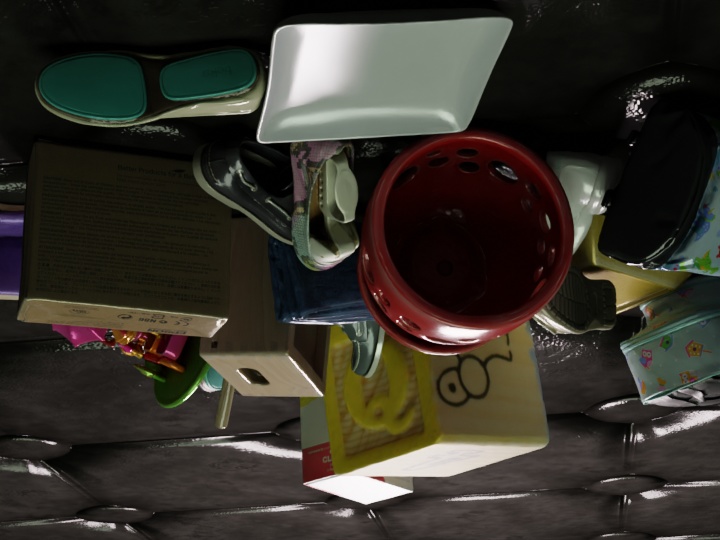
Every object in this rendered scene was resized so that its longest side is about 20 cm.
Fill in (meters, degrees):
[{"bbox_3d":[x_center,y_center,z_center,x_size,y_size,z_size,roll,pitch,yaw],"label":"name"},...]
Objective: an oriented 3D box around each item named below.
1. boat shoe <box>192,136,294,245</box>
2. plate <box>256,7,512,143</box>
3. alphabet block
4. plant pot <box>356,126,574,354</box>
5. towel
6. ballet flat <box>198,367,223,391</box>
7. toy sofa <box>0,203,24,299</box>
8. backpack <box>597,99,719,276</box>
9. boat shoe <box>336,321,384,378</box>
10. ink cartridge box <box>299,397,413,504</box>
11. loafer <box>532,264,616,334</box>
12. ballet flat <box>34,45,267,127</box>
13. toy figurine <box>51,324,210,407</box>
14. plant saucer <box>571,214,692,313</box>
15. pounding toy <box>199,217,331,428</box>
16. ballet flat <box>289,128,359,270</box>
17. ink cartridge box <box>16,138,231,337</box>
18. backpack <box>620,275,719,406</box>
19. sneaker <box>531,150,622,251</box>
[{"bbox_3d":[-0.074,-0.078,1.460,0.062,0.073,0.199,-18,149,40],"label":"boat shoe"},{"bbox_3d":[0.014,-0.172,1.268,0.198,0.033,0.200,-3,158,-10],"label":"plate"},{"bbox_3d":[0.088,0.144,1.822,0.199,0.197,0.196,9,154,-42],"label":"alphabet block"},{"bbox_3d":[0.092,-0.022,1.457,0.199,0.202,0.183,2,167,-9],"label":"plant pot"},{"bbox_3d":[0.000,0.000,1.563,0.199,0.112,0.048,-3,165,-31],"label":"towel"},{"bbox_3d":[-0.172,0.107,1.843,0.068,0.069,0.200,12,-169,23],"label":"ballet flat"},{"bbox_3d":[-0.328,-0.014,1.584,0.198,0.083,0.098,3,159,-10],"label":"toy sofa"},{"bbox_3d":[0.348,-0.062,1.425,0.153,0.164,0.199,30,-167,36],"label":"backpack"},{"bbox_3d":[-0.001,0.041,1.693,0.061,0.073,0.201,4,131,-6],"label":"boat shoe"},{"bbox_3d":[-0.007,0.193,1.959,0.083,0.201,0.145,-20,151,32],"label":"ink cartridge box"},{"bbox_3d":[0.218,0.037,1.605,0.068,0.076,0.200,-6,168,30],"label":"loafer"},{"bbox_3d":[-0.179,-0.156,1.281,0.198,0.070,0.070,-2,158,0],"label":"ballet flat"},{"bbox_3d":[-0.287,0.056,1.754,0.183,0.151,0.200,27,171,-27],"label":"toy figurine"},{"bbox_3d":[0.270,0.008,1.724,0.199,0.049,0.200,15,152,-35],"label":"plant saucer"},{"bbox_3d":[-0.115,0.064,1.647,0.141,0.185,0.200,0,159,14],"label":"pounding toy"},{"bbox_3d":[-0.029,-0.059,1.424,0.069,0.071,0.201,-26,139,-23],"label":"ballet flat"},{"bbox_3d":[-0.230,-0.028,1.446,0.199,0.166,0.075,7,159,-18],"label":"ink cartridge box"},{"bbox_3d":[0.413,0.084,1.760,0.199,0.154,0.176,-17,173,-37],"label":"backpack"},{"bbox_3d":[0.199,-0.074,1.511,0.088,0.076,0.200,17,155,-1],"label":"sneaker"}]
